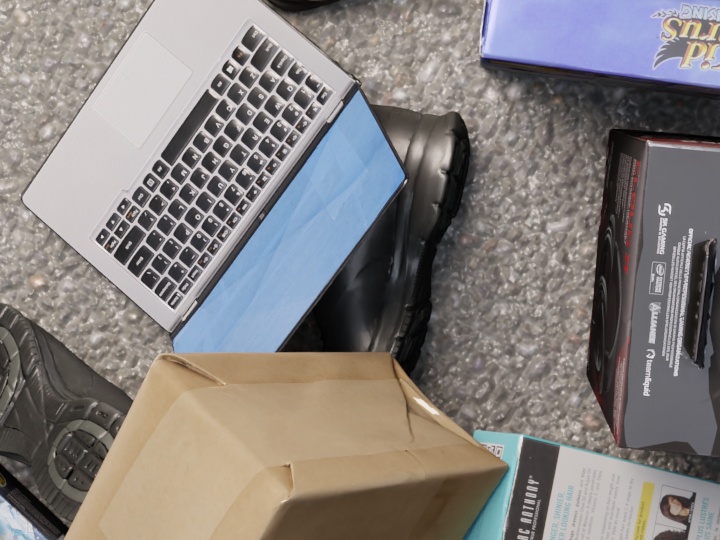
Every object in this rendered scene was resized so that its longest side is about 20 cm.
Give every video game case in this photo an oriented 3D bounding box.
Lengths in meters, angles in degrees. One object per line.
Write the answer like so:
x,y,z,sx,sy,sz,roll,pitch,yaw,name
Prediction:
0.161,-0.115,0.789,0.198,0.181,0.046,8,97,3,video game case

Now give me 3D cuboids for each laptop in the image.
-0.089,-0.044,0.828,0.200,0.116,0.188,40,105,8,laptop

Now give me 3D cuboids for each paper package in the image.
-0.052,0.148,0.768,0.103,0.190,0.201,41,113,32,paper package

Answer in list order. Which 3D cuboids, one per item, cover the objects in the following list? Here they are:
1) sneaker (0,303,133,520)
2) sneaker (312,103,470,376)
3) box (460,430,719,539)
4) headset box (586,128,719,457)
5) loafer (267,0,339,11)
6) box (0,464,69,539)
-0.162,0.089,0.864,0.200,0.091,0.076,37,95,39,sneaker
0.000,0.000,0.880,0.090,0.076,0.201,15,91,12,sneaker
0.148,0.147,0.836,0.199,0.049,0.083,16,81,-25,box
0.167,0.006,0.794,0.077,0.200,0.150,5,98,4,headset box
0.031,-0.195,0.846,0.199,0.071,0.073,-24,94,7,loafer
-0.277,0.159,0.929,0.200,0.040,0.137,44,97,-1,box
